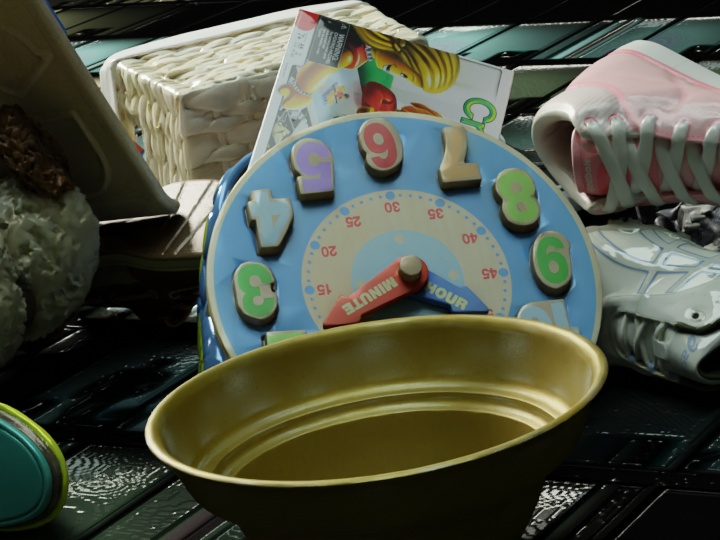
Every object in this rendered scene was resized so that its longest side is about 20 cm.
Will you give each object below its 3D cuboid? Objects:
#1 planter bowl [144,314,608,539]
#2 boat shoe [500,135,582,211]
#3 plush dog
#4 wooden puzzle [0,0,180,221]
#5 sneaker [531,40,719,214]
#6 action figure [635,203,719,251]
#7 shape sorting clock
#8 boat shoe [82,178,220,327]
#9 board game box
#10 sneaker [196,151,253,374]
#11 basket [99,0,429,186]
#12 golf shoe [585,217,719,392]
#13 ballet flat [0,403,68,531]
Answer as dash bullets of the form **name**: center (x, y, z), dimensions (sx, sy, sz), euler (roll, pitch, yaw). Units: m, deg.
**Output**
- **planter bowl**: center (0.012, 0.090, 1.011), dimensions (0.200, 0.083, 0.200), euler (-8, 17, 2)
- **boat shoe**: center (0.073, -0.061, 1.509), dimensions (0.200, 0.071, 0.072), euler (-15, 17, -23)
- **plush dog**: center (-0.220, 0.005, 1.329), dimensions (0.160, 0.200, 0.172), euler (39, 52, 24)
- **wooden puzzle**: center (-0.220, -0.101, 1.374), dimensions (0.185, 0.200, 0.046), euler (-5, 45, 34)
- **sneaker**: center (0.173, -0.056, 1.206), dimensions (0.105, 0.075, 0.200), euler (-29, 37, -31)
- **action figure**: center (0.203, -0.040, 1.321), dimensions (0.119, 0.102, 0.200), euler (-7, 20, 13)
- **shape sorting clock**: center (0.023, 0.005, 1.166), dimensions (0.200, 0.200, 0.039), euler (-13, -22, -15)
- **boat shoe**: center (-0.119, -0.004, 1.419), dimensions (0.200, 0.072, 0.072), euler (-5, 40, 36)
- **board game box**: center (0.003, -0.043, 1.247), dimensions (0.126, 0.035, 0.200), euler (16, 53, -2)
- **sneaker**: center (-0.047, 0.014, 1.268), dimensions (0.083, 0.071, 0.200), euler (3, 43, -7)
- **basket**: center (-0.054, -0.090, 1.551), dimensions (0.200, 0.136, 0.123), euler (-15, 21, -22)
- **golf shoe**: center (0.158, 0.023, 1.185), dimensions (0.200, 0.078, 0.097), euler (-5, 23, 18)
- **ballet flat**: center (-0.210, 0.090, 1.173), dimensions (0.200, 0.067, 0.067), euler (1, 5, 33)
